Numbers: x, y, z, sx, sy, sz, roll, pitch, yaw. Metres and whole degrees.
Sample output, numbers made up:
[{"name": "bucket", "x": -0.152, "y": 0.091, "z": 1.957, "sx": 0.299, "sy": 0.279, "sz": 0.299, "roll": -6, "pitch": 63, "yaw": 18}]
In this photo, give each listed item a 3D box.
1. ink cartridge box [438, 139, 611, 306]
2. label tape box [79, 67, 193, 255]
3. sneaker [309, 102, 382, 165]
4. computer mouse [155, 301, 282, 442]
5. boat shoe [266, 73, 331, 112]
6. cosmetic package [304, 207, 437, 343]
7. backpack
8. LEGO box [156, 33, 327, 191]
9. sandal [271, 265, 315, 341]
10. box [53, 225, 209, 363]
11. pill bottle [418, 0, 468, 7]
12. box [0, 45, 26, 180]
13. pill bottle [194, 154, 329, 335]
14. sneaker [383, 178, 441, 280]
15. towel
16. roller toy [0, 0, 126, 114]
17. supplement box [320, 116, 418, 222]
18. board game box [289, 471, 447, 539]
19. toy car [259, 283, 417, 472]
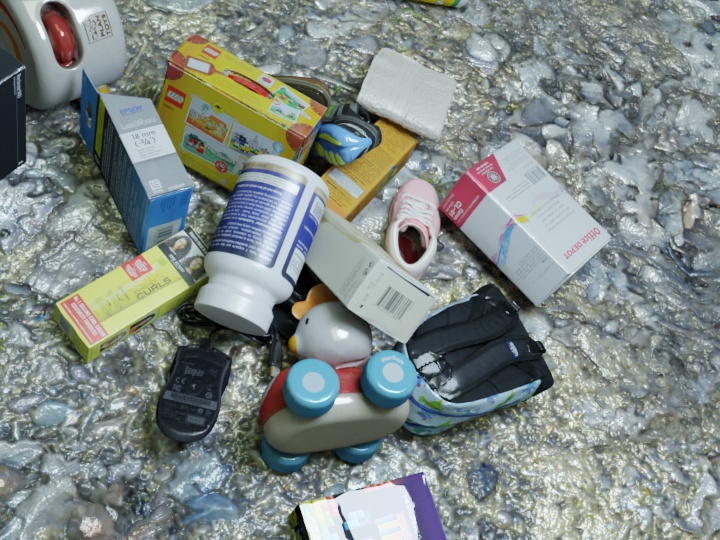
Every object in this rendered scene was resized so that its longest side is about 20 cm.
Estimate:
[{"name": "ink cartridge box", "x": 0.230, "y": -0.068, "z": 1.452, "sx": 0.200, "sy": 0.086, "sz": 0.147, "roll": 48, "pitch": 42, "yaw": 9}, {"name": "label tape box", "x": -0.285, "y": -0.142, "z": 1.311, "sx": 0.063, "sy": 0.144, "sz": 0.201, "roll": -20, "pitch": 71, "yaw": -26}, {"name": "sneaker", "x": -0.031, "y": -0.193, "z": 1.418, "sx": 0.082, "sy": 0.071, "sz": 0.200, "roll": -18, "pitch": 27, "yaw": -19}, {"name": "computer mouse", "x": -0.168, "y": 0.134, "z": 1.263, "sx": 0.139, "sy": 0.046, "sz": 0.201, "roll": 10, "pitch": 49, "yaw": -8}, {"name": "boat shoe", "x": -0.122, "y": -0.238, "z": 1.405, "sx": 0.199, "sy": 0.072, "sz": 0.068, "roll": 0, "pitch": 39, "yaw": 27}, {"name": "cosmetic package", "x": 0.000, "y": 0.000, "z": 1.284, "sx": 0.105, "sy": 0.200, "sz": 0.071, "roll": 33, "pitch": 96, "yaw": -34}, {"name": "backpack", "x": 0.120, "y": 0.122, "z": 1.310, "sx": 0.199, "sy": 0.154, "sz": 0.164, "roll": -15, "pitch": 69, "yaw": -53}, {"name": "LEGO box", "x": -0.165, "y": -0.190, "z": 1.363, "sx": 0.199, "sy": 0.149, "sz": 0.077, "roll": 30, "pitch": 45, "yaw": 0}, {"name": "sandal", "x": -0.097, "y": 0.008, "z": 1.347, "sx": 0.075, "sy": 0.048, "sz": 0.201, "roll": -13, "pitch": 67, "yaw": -24}, {"name": "box", "x": -0.272, "y": 0.027, "z": 1.281, "sx": 0.199, "sy": 0.050, "sz": 0.075, "roll": -33, "pitch": 77, "yaw": -29}, {"name": "pill bottle", "x": 0.076, "y": -0.482, "z": 1.625, "sx": 0.198, "sy": 0.113, "sz": 0.114, "roll": 6, "pitch": 61, "yaw": -15}, {"name": "box", "x": -0.472, "y": -0.166, "z": 1.232, "sx": 0.079, "sy": 0.200, "sz": 0.141, "roll": 42, "pitch": 58, "yaw": 7}, {"name": "pill bottle", "x": -0.122, "y": -0.030, "z": 1.271, "sx": 0.115, "sy": 0.116, "sz": 0.201, "roll": 22, "pitch": 72, "yaw": -5}, {"name": "sneaker", "x": 0.075, "y": -0.060, "z": 1.407, "sx": 0.075, "sy": 0.105, "sz": 0.201, "roll": 21, "pitch": 58, "yaw": -4}, {"name": "towel", "x": 0.070, "y": -0.260, "z": 1.508, "sx": 0.132, "sy": 0.035, "sz": 0.200, "roll": 24, "pitch": 33, "yaw": -4}, {"name": "roller toy", "x": -0.391, "y": -0.311, "z": 1.344, "sx": 0.139, "sy": 0.183, "sz": 0.200, "roll": -28, "pitch": 74, "yaw": -29}, {"name": "supplement box", "x": -0.003, "y": -0.128, "z": 1.439, "sx": 0.069, "sy": 0.067, "sz": 0.200, "roll": 37, "pitch": 59, "yaw": 4}, {"name": "board game box", "x": 0.026, "y": 0.350, "z": 1.201, "sx": 0.164, "sy": 0.057, "sz": 0.201, "roll": -11, "pitch": 67, "yaw": -21}, {"name": "toy car", "x": -0.045, "y": 0.108, "z": 1.239, "sx": 0.176, "sy": 0.185, "sz": 0.201, "roll": -5, "pitch": 58, "yaw": -19}]
